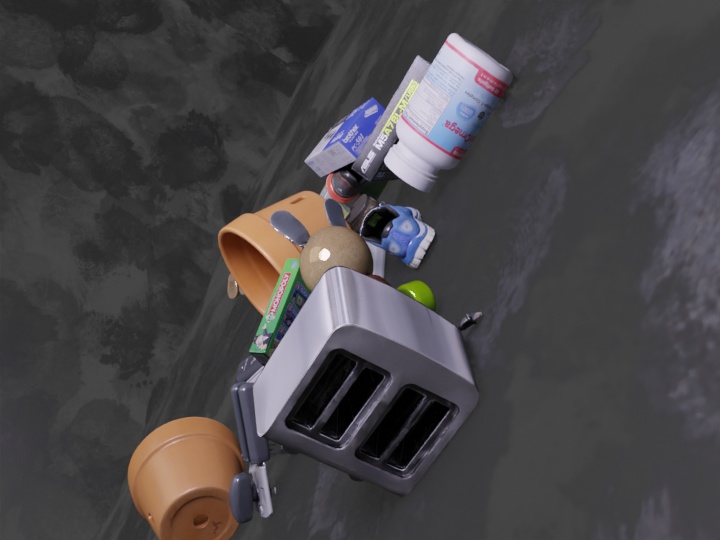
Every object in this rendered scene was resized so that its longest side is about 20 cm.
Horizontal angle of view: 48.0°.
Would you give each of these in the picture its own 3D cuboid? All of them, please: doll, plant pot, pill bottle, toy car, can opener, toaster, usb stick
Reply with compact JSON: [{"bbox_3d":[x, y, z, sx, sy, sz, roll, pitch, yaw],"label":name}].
[{"bbox_3d":[-0.138,0.025,1.433,0.135,0.196,0.050,-16,76,49],"label":"doll"},{"bbox_3d":[-0.275,0.366,1.327,0.203,0.197,0.140,-59,32,10],"label":"plant pot"},{"bbox_3d":[0.118,-0.217,1.138,0.202,0.107,0.109,-57,16,19],"label":"pill bottle"},{"bbox_3d":[-0.092,-0.018,1.184,0.139,0.202,0.199,-40,6,-24],"label":"plant pot"},{"bbox_3d":[-0.034,0.011,0.981,0.162,0.203,0.158,-16,-17,-38],"label":"toy car"},{"bbox_3d":[-0.164,0.268,1.188,0.052,0.065,0.206,-6,90,52],"label":"can opener"},{"bbox_3d":[0.010,0.110,0.818,0.202,0.178,0.119,-55,22,20],"label":"toaster"},{"bbox_3d":[-0.141,0.138,1.300,0.199,0.032,0.057,-35,42,43],"label":"usb stick"}]

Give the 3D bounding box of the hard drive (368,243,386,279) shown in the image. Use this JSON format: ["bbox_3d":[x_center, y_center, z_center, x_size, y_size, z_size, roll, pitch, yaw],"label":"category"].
[{"bbox_3d":[0.000,0.000,1.314,0.133,0.026,0.202,-52,18,33],"label":"hard drive"}]

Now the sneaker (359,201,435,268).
[{"bbox_3d":[0.043,-0.068,1.170,0.080,0.088,0.200,-59,16,3],"label":"sneaker"}]

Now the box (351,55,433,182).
[{"bbox_3d":[0.076,-0.234,1.281,0.196,0.047,0.200,-61,-11,16],"label":"box"}]

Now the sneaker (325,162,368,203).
[{"bbox_3d":[0.018,-0.195,1.390,0.082,0.077,0.202,-38,15,54],"label":"sneaker"}]

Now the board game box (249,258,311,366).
[{"bbox_3d":[-0.060,0.099,1.058,0.028,0.201,0.137,-1,54,32],"label":"board game box"}]

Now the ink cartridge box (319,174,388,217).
[{"bbox_3d":[-0.029,-0.101,1.435,0.203,0.102,0.059,-59,16,10],"label":"ink cartridge box"}]

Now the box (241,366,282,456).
[{"bbox_3d":[-0.124,0.205,1.241,0.200,0.059,0.119,-45,46,50],"label":"box"}]

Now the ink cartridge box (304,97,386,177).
[{"bbox_3d":[-0.025,-0.215,1.330,0.095,0.044,0.199,-53,14,-13],"label":"ink cartridge box"}]

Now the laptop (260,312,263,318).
[{"bbox_3d":[-0.134,0.150,1.354,0.177,0.102,0.203,-39,25,56],"label":"laptop"}]

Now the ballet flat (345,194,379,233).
[{"bbox_3d":[-0.028,-0.054,1.348,0.200,0.046,0.068,-44,29,39],"label":"ballet flat"}]
